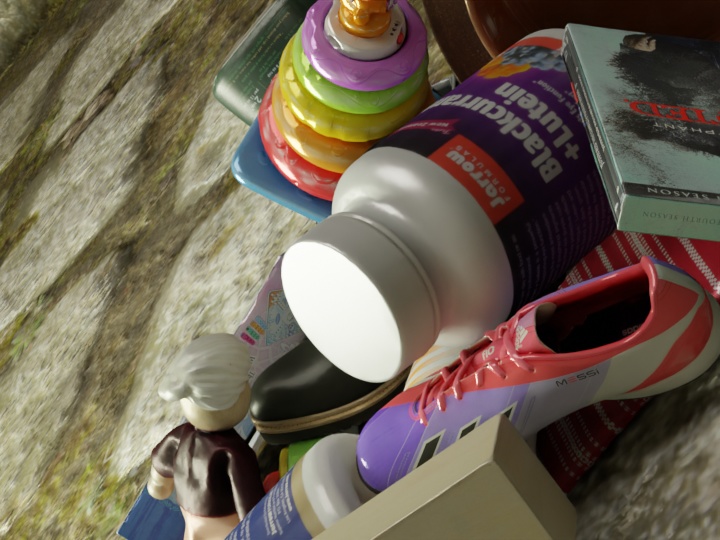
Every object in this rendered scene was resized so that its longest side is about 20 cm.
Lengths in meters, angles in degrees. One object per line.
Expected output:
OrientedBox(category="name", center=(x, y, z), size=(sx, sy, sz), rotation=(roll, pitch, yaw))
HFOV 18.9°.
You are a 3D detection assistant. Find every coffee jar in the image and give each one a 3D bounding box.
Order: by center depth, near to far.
OrientedBox(category="coffee jar", center=(0.011, -0.087, 1.362), size=(0.104, 0.200, 0.085), rotation=(-48, -3, 17))

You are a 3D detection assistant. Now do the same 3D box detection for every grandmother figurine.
OrientedBox(category="grandmother figurine", center=(-0.083, 0.131, 1.237), size=(0.121, 0.200, 0.061), rotation=(15, 23, 40))

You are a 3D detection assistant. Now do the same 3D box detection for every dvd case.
OrientedBox(category="dvd case", center=(0.177, -0.063, 1.013), size=(0.200, 0.146, 0.022), rotation=(-93, 11, -61))

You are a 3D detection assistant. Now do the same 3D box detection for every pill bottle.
OrientedBox(category="pill bottle", center=(0.057, -0.031, 1.100), size=(0.200, 0.112, 0.111), rotation=(-38, 8, -32))
OrientedBox(category="pill bottle", center=(-0.042, 0.190, 1.141), size=(0.200, 0.111, 0.111), rotation=(-47, 20, 21))

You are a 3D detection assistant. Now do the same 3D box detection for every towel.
OrientedBox(category="towel", center=(0.128, 0.040, 1.130), size=(0.200, 0.022, 0.145), rotation=(-52, 21, 14))

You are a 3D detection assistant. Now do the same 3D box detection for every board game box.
OrientedBox(category="board game box", center=(-0.078, 0.080, 1.405), size=(0.199, 0.043, 0.200), rotation=(-60, 0, 4))

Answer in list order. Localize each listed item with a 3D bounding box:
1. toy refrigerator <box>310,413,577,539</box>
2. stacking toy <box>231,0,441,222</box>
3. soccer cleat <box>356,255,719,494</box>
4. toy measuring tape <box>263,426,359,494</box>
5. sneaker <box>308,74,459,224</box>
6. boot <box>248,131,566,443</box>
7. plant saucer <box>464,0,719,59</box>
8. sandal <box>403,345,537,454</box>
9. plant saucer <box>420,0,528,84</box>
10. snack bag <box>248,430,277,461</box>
OrientedBox(category="toy refrigerator", center=(0.004, 0.157, 1.016), size=(0.200, 0.070, 0.076), rotation=(-36, 6, 13))
OrientedBox(category="stacking toy", center=(-0.001, -0.120, 1.211), size=(0.200, 0.110, 0.116), rotation=(100, -164, -58))
OrientedBox(category="soccer cleat", center=(0.075, 0.049, 1.046), size=(0.200, 0.073, 0.068), rotation=(-25, 54, 19))
OrientedBox(category="toy measuring tape", center=(-0.020, 0.110, 1.280), size=(0.074, 0.074, 0.200), rotation=(-46, 21, 24))
OrientedBox(category="sneaker", center=(0.023, -0.102, 1.436), size=(0.200, 0.140, 0.078), rotation=(-50, 18, 14))
OrientedBox(category="boot", center=(0.000, 0.000, 1.226), size=(0.200, 0.138, 0.077), rotation=(-32, 35, 2))
OrientedBox(category="plant saucer", center=(0.152, -0.174, 1.156), size=(0.200, 0.200, 0.032), rotation=(-46, 26, 24))
OrientedBox(category="sandal", center=(0.054, 0.080, 1.122), size=(0.079, 0.059, 0.207), rotation=(-46, 24, 25))
OrientedBox(category="plant saucer", center=(0.106, -0.161, 1.261), size=(0.037, 0.200, 0.201), rotation=(-23, 34, 36))
OrientedBox(category="snack bag", center=(-0.049, 0.093, 1.384), size=(0.200, 0.021, 0.189), rotation=(-60, 0, -17))
